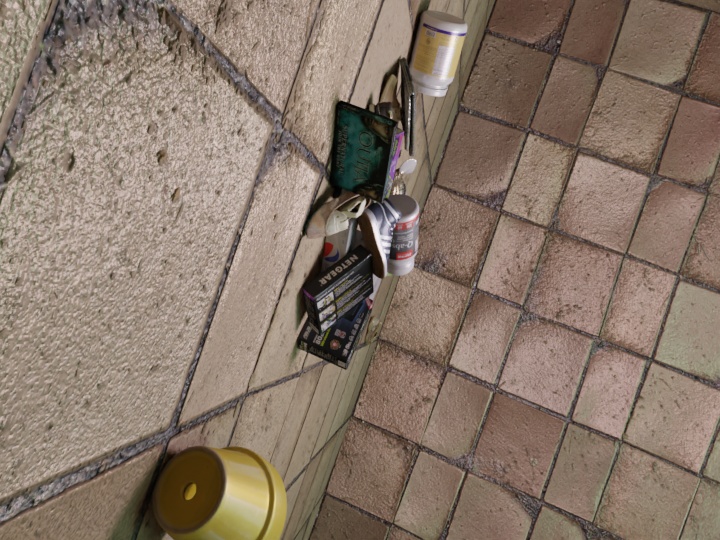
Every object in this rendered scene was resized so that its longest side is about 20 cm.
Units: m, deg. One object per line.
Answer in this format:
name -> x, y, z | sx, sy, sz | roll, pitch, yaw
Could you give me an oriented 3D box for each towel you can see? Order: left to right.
towel -> 0.125, -0.446, 1.548 | 0.204, 0.033, 0.197 | 84, 0, -47

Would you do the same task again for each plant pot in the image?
plant pot -> -0.242, 0.385, 0.936 | 0.205, 0.195, 0.191 | -65, 153, -25

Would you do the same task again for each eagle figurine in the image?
eagle figurine -> 0.068, -0.233, 1.592 | 0.150, 0.147, 0.208 | 159, -61, -67

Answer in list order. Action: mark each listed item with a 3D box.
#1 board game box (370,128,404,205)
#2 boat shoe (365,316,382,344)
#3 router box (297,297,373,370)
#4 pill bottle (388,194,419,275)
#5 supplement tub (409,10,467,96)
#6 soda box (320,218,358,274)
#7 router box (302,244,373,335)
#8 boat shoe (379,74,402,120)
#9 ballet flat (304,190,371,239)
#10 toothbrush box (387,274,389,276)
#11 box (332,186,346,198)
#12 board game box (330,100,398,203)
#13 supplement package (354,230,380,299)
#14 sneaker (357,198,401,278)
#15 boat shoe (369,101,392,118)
board game box -> 0.048, -0.244, 1.405 | 0.119, 0.032, 0.205 | -30, 144, -41
boat shoe -> 0.066, 0.318, 2.892 | 0.203, 0.061, 0.074 | 99, 14, -50
router box -> -0.066, 0.146, 1.533 | 0.063, 0.145, 0.204 | 96, 16, -57
pill bottle -> 0.105, -0.095, 1.554 | 0.117, 0.112, 0.205 | -60, 155, -43
supplement tub -> 0.220, -0.633, 1.644 | 0.146, 0.141, 0.205 | -56, 163, -54
soda box -> -0.055, -0.061, 1.441 | 0.069, 0.062, 0.205 | -55, 162, -49
router box -> -0.051, 0.050, 1.428 | 0.198, 0.051, 0.152 | -37, 145, -26
boat shoe -> 0.086, -0.428, 1.513 | 0.203, 0.063, 0.073 | 98, 15, -49
ballet flat -> -0.042, -0.127, 1.250 | 0.200, 0.066, 0.070 | -46, 148, -36
toothbrush box -> 0.118, -0.089, 2.317 | 0.145, 0.083, 0.207 | -8, 115, -80
box -> -0.006, -0.245, 1.416 | 0.200, 0.042, 0.166 | -5, 114, -80
board game box -> 0.004, -0.248, 1.199 | 0.204, 0.131, 0.029 | 98, 17, -48
supplement package -> 0.000, 0.000, 1.705 | 0.203, 0.118, 0.122 | 99, 15, -50
sneaker -> 0.060, -0.085, 1.434 | 0.108, 0.069, 0.205 | -39, 131, -31
boat shoe -> 0.071, -0.337, 1.437 | 0.204, 0.058, 0.074 | 69, 15, -50
